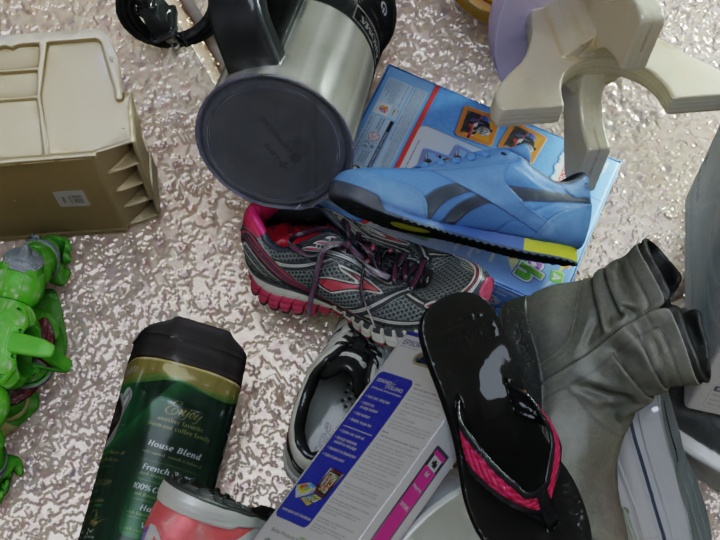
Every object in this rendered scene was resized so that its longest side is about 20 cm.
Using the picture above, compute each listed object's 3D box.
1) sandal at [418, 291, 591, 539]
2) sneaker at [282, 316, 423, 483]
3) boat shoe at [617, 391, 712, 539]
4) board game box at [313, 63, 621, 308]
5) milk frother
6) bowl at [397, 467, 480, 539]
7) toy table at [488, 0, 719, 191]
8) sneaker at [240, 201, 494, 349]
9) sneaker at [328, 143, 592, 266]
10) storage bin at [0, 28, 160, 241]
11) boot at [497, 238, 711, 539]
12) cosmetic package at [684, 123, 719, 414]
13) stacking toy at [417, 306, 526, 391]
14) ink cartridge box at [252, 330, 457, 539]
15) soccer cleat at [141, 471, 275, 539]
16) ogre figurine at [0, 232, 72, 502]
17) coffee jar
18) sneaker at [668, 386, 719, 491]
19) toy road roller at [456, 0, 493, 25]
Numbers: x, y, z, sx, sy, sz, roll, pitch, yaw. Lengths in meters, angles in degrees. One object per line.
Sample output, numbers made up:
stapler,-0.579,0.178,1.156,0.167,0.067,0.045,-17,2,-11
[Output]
sandal,0.094,0.110,1.225,0.075,0.045,0.202,-23,89,-19
sneaker,0.005,0.068,1.396,0.075,0.088,0.201,21,74,7
boat shoe,0.207,0.168,1.358,0.066,0.074,0.202,-10,106,21
board game box,0.082,-0.058,1.437,0.198,0.037,0.152,23,58,7
milk frother,-0.095,-0.153,1.406,0.181,0.199,0.189,49,33,-24
bowl,0.059,0.217,1.330,0.201,0.202,0.090,-43,38,-11
toy table,0.169,-0.161,1.377,0.182,0.201,0.118,-12,54,-7
sneaker,0.000,0.000,1.362,0.198,0.075,0.081,10,47,22
sneaker,0.073,-0.058,1.348,0.198,0.066,0.079,11,88,-18
storage bin,-0.255,-0.093,1.380,0.196,0.200,0.095,-5,76,-2
boot,0.178,0.089,1.272,0.130,0.068,0.202,-21,78,24
cosmetic package,0.311,-0.028,1.330,0.122,0.201,0.201,11,51,-4
stacking toy,0.126,0.131,1.380,0.200,0.109,0.116,50,46,-9
ink cartridge box,0.010,0.133,1.271,0.037,0.094,0.201,46,71,-33
soccer cleat,-0.078,0.203,1.323,0.068,0.199,0.074,24,86,44
ogre figurine,-0.255,0.060,1.380,0.098,0.120,0.201,31,76,8
coffee jar,-0.144,0.137,1.367,0.085,0.104,0.202,17,75,-11
sneaker,0.248,0.091,1.403,0.199,0.071,0.100,30,74,2
toy road roller,0.154,-0.266,1.457,0.199,0.146,0.123,-35,76,-9
